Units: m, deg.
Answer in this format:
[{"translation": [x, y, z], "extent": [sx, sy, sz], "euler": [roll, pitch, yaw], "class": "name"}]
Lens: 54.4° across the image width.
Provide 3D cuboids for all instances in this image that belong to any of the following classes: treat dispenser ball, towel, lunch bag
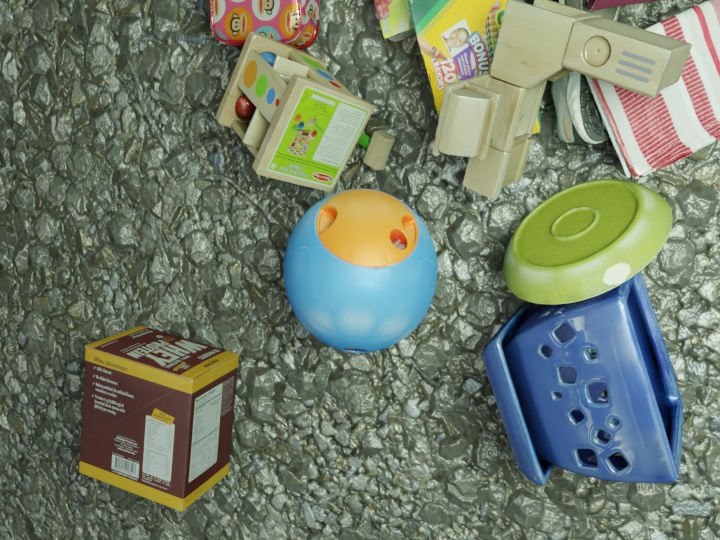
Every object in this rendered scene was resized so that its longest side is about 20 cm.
[{"translation": [0.000, 0.000, 0.886], "extent": [0.195, 0.200, 0.207], "euler": [3, 100, 20], "class": "treat dispenser ball"}, {"translation": [0.356, -0.205, 0.770], "extent": [0.196, 0.023, 0.147], "euler": [-25, 90, -4], "class": "towel"}, {"translation": [-0.140, -0.401, 0.939], "extent": [0.171, 0.082, 0.206], "euler": [7, 101, 20], "class": "lunch bag"}]

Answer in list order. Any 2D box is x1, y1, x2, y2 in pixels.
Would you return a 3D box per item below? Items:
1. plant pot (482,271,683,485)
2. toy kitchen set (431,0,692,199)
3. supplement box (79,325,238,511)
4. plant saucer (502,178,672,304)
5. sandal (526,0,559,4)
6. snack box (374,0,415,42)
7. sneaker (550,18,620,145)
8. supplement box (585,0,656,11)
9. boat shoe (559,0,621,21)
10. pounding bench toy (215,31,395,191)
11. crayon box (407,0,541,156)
[{"translation": [0.257, 0.122, 0.817], "extent": [0.176, 0.199, 0.205], "euler": [-19, 93, 29], "class": "plant pot"}, {"translation": [0.193, -0.148, 0.714], "extent": [0.178, 0.162, 0.204], "euler": [29, 125, 28], "class": "toy kitchen set"}, {"translation": [-0.308, 0.218, 1.075], "extent": [0.192, 0.132, 0.206], "euler": [12, 103, 19], "class": "supplement box"}, {"translation": [0.246, -0.043, 0.791], "extent": [0.196, 0.202, 0.031], "euler": [-23, 119, 23], "class": "plant saucer"}, {"translation": [0.217, -0.408, 0.801], "extent": [0.075, 0.044, 0.206], "euler": [21, 106, 59], "class": "sandal"}, {"translation": [0.072, -0.410, 0.872], "extent": [0.139, 0.053, 0.205], "euler": [-14, 94, 21], "class": "snack box"}, {"translation": [0.254, -0.246, 0.820], "extent": [0.072, 0.079, 0.206], "euler": [4, 85, -21], "class": "sneaker"}, {"translation": [0.281, -0.373, 0.666], "extent": [0.127, 0.103, 0.206], "euler": [-4, 89, 8], "class": "supplement box"}, {"translation": [0.263, -0.338, 0.750], "extent": [0.070, 0.060, 0.208], "euler": [8, 90, -23], "class": "boat shoe"}, {"translation": [-0.065, -0.202, 0.926], "extent": [0.157, 0.197, 0.126], "euler": [50, 119, 39], "class": "pounding bench toy"}, {"translation": [0.139, -0.254, 0.838], "extent": [0.116, 0.059, 0.204], "euler": [-11, 113, 21], "class": "crayon box"}]
